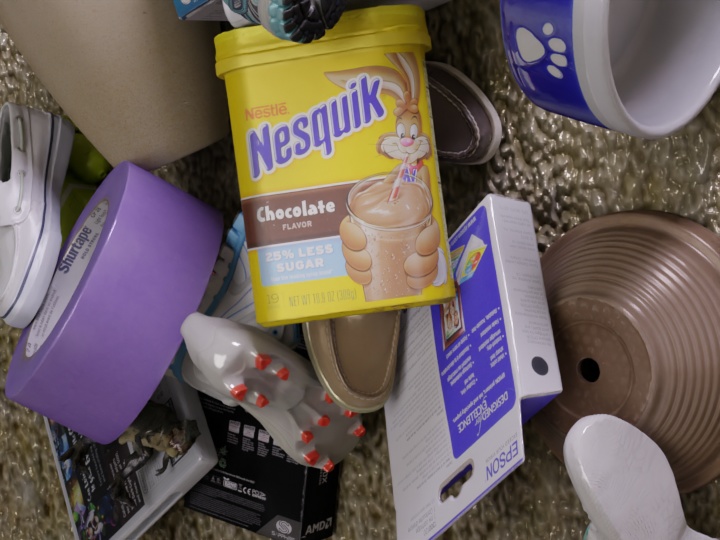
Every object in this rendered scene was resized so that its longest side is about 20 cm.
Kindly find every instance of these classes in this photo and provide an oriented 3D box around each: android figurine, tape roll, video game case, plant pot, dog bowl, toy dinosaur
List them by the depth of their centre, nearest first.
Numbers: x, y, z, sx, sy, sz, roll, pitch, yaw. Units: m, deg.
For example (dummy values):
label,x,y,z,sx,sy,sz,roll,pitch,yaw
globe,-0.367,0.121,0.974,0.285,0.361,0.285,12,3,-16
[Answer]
label,x,y,z,sx,sy,sz,roll,pitch,yaw
dog bowl,0.174,-0.190,1.226,0.078,0.199,0.202,17,106,34
plant pot,0.178,0.063,1.321,0.199,0.092,0.203,5,100,34
tape roll,-0.188,0.024,1.465,0.085,0.201,0.201,27,118,-16
plant pot,-0.183,-0.183,1.513,0.186,0.187,0.201,-16,102,35
toy dinosaur,-0.190,0.132,1.535,0.199,0.047,0.089,26,85,50
video game case,-0.199,0.121,1.598,0.182,0.023,0.201,-44,53,34
android figurine,-0.275,-0.037,1.653,0.200,0.041,0.183,41,113,31

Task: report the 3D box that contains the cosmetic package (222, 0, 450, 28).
label,x,y,z,sx,sy,sz,roll,pitch,yaw
cosmetic package,0.006,-0.272,1.335,0.165,0.199,0.169,-19,85,35

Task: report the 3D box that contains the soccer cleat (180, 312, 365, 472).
label,x,y,z,sx,sy,sz,roll,pitch,yaw
soccer cleat,-0.060,0.085,1.418,0.069,0.200,0.078,-48,53,-1

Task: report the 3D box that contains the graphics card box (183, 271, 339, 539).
label,x,y,z,sx,sy,sz,roll,pitch,yaw
graphics card box,-0.073,0.106,1.530,0.125,0.051,0.202,12,102,33

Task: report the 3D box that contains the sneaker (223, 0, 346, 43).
label,x,y,z,sx,sy,sz,roll,pitch,yaw
sneaker,-0.053,-0.249,1.212,0.086,0.077,0.202,20,107,35

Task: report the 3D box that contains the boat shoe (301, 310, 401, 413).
label,x,y,z,sx,sy,sz,roll,pitch,yaw
boat shoe,0.000,0.000,1.388,0.065,0.072,0.202,149,123,-65

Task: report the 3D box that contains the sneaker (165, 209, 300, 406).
label,x,y,z,sx,sy,sz,roll,pitch,yaw
sneaker,-0.070,0.013,1.457,0.086,0.075,0.201,34,104,16

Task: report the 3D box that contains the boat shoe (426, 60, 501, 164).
label,x,y,z,sx,sy,sz,roll,pitch,yaw
boat shoe,0.015,-0.137,1.431,0.199,0.059,0.072,36,114,27

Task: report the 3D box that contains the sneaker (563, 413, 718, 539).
label,x,y,z,sx,sy,sz,roll,pitch,yaw
sneaker,0.178,0.174,1.298,0.088,0.075,0.200,-3,135,47

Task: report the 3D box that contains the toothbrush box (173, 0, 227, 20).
label,x,y,z,sx,sy,sz,roll,pitch,yaw
toothbrush box,-0.095,-0.294,1.439,0.085,0.146,0.202,-26,80,34

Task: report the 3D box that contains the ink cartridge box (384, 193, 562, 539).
label,x,y,z,sx,sy,sz,roll,pitch,yaw
ink cartridge box,0.072,0.082,1.342,0.198,0.043,0.202,131,142,-52

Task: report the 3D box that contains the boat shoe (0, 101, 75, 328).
label,x,y,z,sx,sy,sz,roll,pitch,yaw
boat shoe,-0.281,-0.047,1.551,0.074,0.066,0.201,-43,35,43

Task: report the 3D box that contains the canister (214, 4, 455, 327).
label,x,y,z,sx,sy,sz,roll,pitch,yaw
canister,-0.015,-0.069,1.319,0.147,0.087,0.202,-8,89,10
